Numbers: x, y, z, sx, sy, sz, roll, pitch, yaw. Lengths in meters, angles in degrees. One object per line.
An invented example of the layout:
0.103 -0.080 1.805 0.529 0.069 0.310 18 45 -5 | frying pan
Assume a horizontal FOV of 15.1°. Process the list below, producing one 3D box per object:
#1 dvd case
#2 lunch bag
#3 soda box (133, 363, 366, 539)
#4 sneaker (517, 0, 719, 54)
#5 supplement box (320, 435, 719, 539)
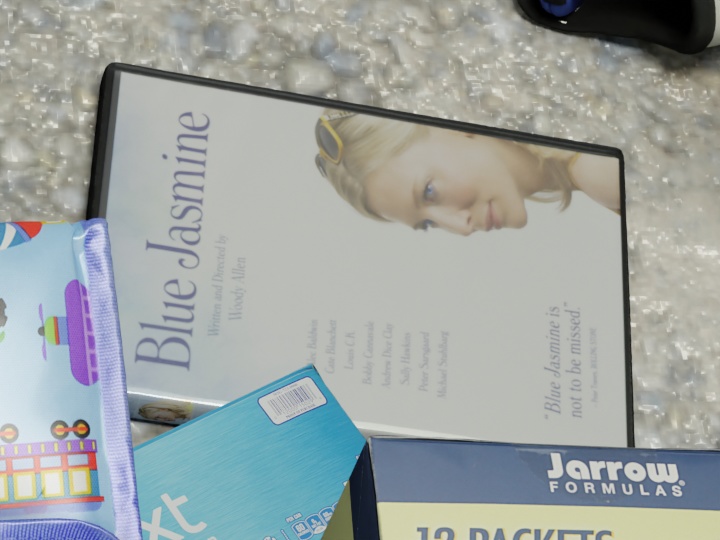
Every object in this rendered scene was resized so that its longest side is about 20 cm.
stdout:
0.000 0.000 0.971 0.199 0.018 0.143 9 55 -10 | dvd case
-0.138 0.095 0.751 0.150 0.094 0.200 -3 66 -17 | lunch bag
-0.084 0.107 0.842 0.200 0.068 0.064 -24 64 -28 | soda box
0.099 -0.161 1.072 0.115 0.081 0.200 -24 67 -31 | sneaker
0.052 0.179 0.749 0.134 0.200 0.200 2 56 -14 | supplement box
